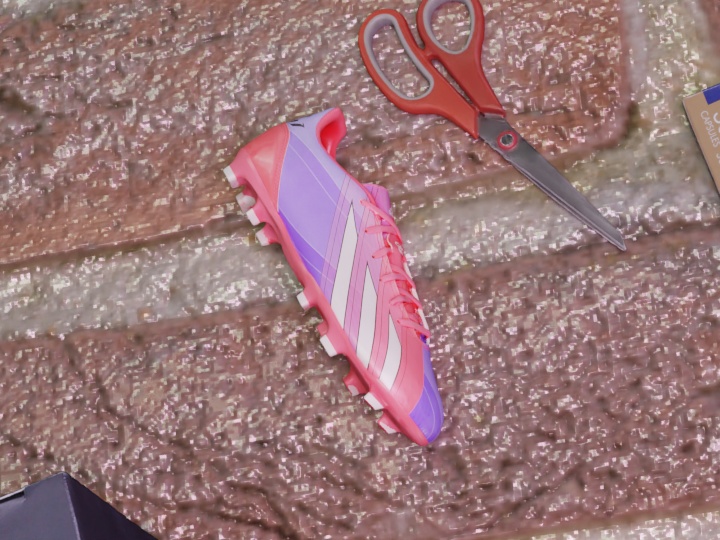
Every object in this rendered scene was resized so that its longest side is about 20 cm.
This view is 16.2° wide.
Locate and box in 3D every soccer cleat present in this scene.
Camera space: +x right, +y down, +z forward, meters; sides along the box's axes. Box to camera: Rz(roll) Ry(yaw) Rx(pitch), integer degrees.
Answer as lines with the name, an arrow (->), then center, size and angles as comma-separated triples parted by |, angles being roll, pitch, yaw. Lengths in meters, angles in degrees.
soccer cleat -> 0.000, 0.000, 1.330 | 0.076, 0.067, 0.200 | -31, 62, -3

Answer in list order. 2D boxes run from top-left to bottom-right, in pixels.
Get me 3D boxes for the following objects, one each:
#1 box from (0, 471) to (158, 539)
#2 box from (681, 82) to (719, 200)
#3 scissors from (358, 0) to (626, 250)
box -> -0.183, 0.206, 1.227 | 0.196, 0.200, 0.118 | -22, 66, 8
box -> 0.278, -0.071, 1.294 | 0.199, 0.032, 0.122 | -22, 66, 6
scissors -> 0.067, -0.073, 1.366 | 0.073, 0.014, 0.201 | -30, 66, 1
